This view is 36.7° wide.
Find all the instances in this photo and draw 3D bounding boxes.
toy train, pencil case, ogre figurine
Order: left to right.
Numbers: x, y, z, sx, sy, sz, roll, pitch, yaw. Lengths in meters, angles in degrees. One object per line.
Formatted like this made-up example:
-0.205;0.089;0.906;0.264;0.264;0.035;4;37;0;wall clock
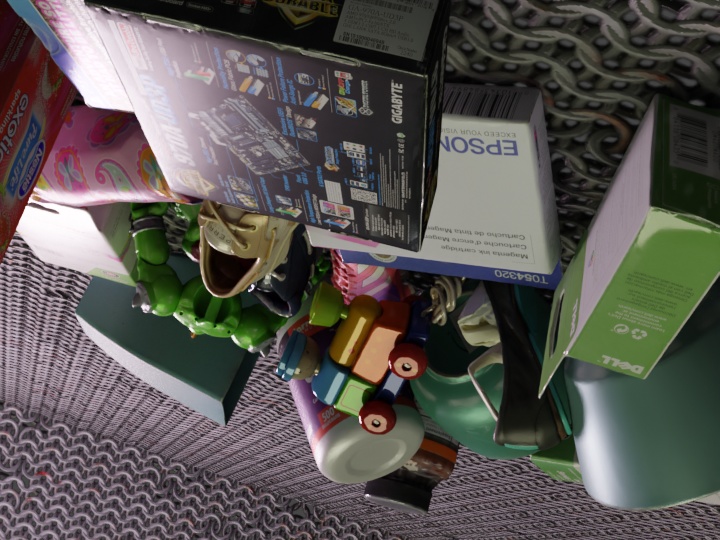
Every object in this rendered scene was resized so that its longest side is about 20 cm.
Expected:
-0.197;-0.094;0.892;0.198;0.089;0.087;2;156;32;pencil case
-0.139;0.004;1.049;0.199;0.121;0.098;30;156;-31;ogre figurine
0.008;0.039;0.931;0.114;0.085;0.201;21;125;-6;toy train

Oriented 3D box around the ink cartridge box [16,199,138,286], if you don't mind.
-0.283;-0.060;1.073;0.116;0.068;0.200;15;161;6;ink cartridge box

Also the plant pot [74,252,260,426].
-0.216;0.062;1.249;0.198;0.143;0.142;24;161;2;plant pot

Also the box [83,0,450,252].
-0.037;-0.082;0.557;0.157;0.047;0.200;14;160;8;box

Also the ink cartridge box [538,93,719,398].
0.179;-0.002;0.708;0.059;0.105;0.201;17;139;0;ink cartridge box

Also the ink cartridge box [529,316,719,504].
0.274;0.131;1.016;0.198;0.147;0.084;4;158;31;ink cartridge box

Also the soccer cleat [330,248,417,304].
0.000;0.000;0.980;0.076;0.067;0.200;-25;157;4;soccer cleat

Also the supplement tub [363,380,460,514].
0.060;0.152;1.158;0.105;0.203;0.107;14;164;4;supplement tub

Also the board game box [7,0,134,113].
-0.082;-0.160;0.602;0.197;0.098;0.160;11;159;16;board game box

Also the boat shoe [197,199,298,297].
-0.086;-0.038;0.811;0.073;0.069;0.201;36;152;12;boat shoe

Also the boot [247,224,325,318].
-0.073;-0.031;0.947;0.072;0.091;0.200;10;159;17;boot

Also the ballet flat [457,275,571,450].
0.115;0.054;0.867;0.068;0.202;0.068;-17;135;12;ballet flat

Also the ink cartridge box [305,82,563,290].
0.045;-0.050;0.794;0.194;0.044;0.201;7;139;24;ink cartridge box

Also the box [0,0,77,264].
-0.285;-0.097;0.778;0.094;0.202;0.100;16;161;6;box

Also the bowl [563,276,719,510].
0.229;0.071;0.797;0.200;0.200;0.106;-17;107;57;bowl

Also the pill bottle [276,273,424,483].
-0.018;0.103;1.092;0.111;0.201;0.113;-16;144;-12;pill bottle

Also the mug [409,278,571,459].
0.107;0.083;1.014;0.183;0.154;0.114;1;153;37;mug
